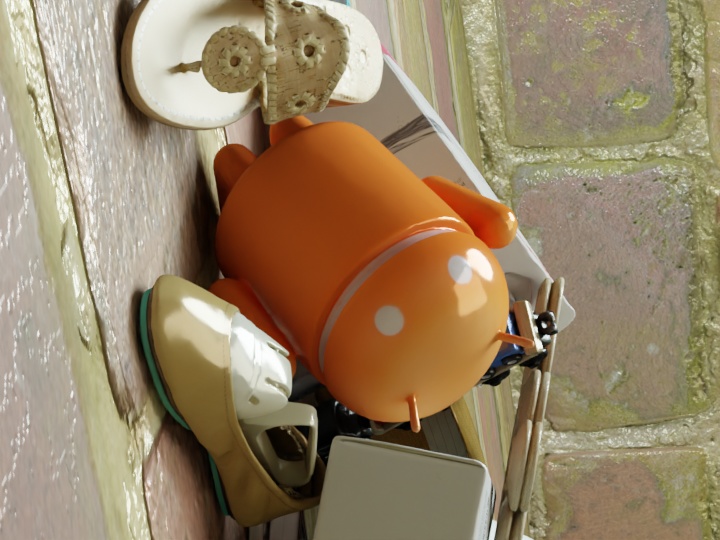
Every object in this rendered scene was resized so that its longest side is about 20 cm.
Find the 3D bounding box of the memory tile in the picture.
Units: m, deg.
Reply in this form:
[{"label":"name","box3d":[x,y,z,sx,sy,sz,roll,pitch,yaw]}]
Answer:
[{"label":"memory tile","box3d":[0.094,0.111,1.261,0.201,0.017,0.154,-74,172,-57]}]

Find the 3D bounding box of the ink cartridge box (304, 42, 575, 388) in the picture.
[{"label":"ink cartridge box","box3d":[0.037,-0.044,1.367,0.201,0.083,0.147,58,7,37]}]

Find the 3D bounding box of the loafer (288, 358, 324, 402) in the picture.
[{"label":"loafer","box3d":[-0.028,0.019,1.336,0.071,0.073,0.200,62,11,-15]}]

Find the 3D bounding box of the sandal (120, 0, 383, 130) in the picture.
[{"label":"sandal","box3d":[-0.030,-0.113,1.070,0.211,0.069,0.078,-8,93,-59]}]

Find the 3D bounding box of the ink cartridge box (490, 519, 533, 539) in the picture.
[{"label":"ink cartridge box","box3d":[0.096,0.275,1.394,0.145,0.199,0.146,-51,-158,33]}]

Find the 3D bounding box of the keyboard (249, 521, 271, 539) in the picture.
[{"label":"keyboard","box3d":[-0.054,0.144,1.211,0.056,0.011,0.202,69,17,-63]}]

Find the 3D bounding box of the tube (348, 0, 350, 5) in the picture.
[{"label":"tube","box3d":[-0.022,-0.176,1.592,0.078,0.050,0.202,86,-3,-60]}]

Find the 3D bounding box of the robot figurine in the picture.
[{"label":"robot figurine","box3d":[0.001,-0.001,1.142,0.143,0.117,0.200,2,35,-48]}]

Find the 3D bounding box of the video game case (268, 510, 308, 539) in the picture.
[{"label":"video game case","box3d":[-0.034,0.245,1.203,0.143,0.017,0.202,-86,171,-59]}]

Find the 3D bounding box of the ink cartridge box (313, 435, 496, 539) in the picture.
[{"label":"ink cartridge box","box3d":[0.021,0.175,1.161,0.200,0.083,0.147,63,37,-79]}]

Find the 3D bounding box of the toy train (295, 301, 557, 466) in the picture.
[{"label":"toy train","box3d":[0.028,0.066,1.224,0.046,0.199,0.034,11,57,-49]}]

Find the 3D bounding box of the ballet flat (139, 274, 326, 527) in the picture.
[{"label":"ballet flat","box3d":[-0.056,0.062,1.057,0.200,0.062,0.069,72,16,-57]}]

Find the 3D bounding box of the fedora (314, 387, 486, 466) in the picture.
[{"label":"fedora","box3d":[0.022,0.107,1.450,0.201,0.081,0.202,158,-90,-81]}]

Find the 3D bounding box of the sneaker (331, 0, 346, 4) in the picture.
[{"label":"sneaker","box3d":[-0.022,-0.222,1.320,0.074,0.088,0.202,40,34,-65]}]
